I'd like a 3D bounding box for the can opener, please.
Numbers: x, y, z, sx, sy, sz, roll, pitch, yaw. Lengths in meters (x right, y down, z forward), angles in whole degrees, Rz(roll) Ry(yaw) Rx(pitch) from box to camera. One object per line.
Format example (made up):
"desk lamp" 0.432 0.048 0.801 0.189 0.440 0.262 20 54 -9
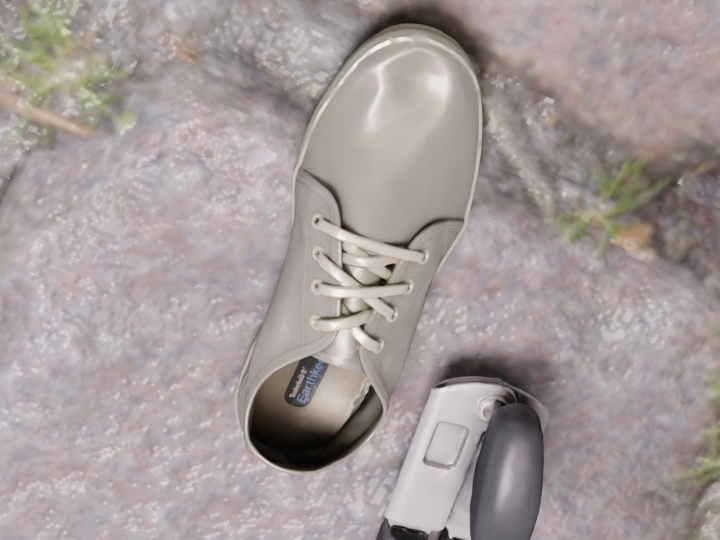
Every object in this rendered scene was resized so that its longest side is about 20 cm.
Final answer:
"can opener" 0.030 0.137 0.790 0.053 0.067 0.200 14 114 -11

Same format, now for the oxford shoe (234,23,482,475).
"oxford shoe" 0.000 0.000 0.725 0.075 0.058 0.200 17 112 -11
